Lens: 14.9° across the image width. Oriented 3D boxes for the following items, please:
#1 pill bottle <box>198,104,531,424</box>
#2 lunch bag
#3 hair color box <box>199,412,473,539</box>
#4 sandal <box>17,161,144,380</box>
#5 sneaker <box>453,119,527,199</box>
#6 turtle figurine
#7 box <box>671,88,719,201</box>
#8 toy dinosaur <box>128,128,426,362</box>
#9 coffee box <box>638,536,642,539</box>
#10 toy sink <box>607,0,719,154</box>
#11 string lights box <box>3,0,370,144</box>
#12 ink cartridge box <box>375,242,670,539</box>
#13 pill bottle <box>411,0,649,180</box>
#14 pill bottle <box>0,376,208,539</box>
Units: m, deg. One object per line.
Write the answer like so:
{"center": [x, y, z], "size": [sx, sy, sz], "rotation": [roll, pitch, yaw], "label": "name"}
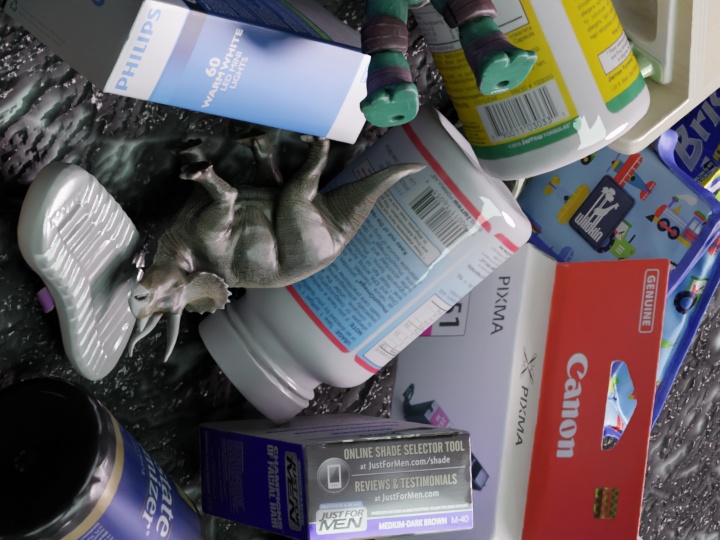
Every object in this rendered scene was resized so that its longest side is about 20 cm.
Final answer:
{"center": [0.000, 0.000, 1.701], "size": [0.200, 0.109, 0.109], "rotation": [-40, 142, 7], "label": "pill bottle"}
{"center": [0.161, -0.007, 1.828], "size": [0.094, 0.151, 0.201], "rotation": [6, 119, -47], "label": "lunch bag"}
{"center": [-0.018, 0.126, 1.700], "size": [0.109, 0.200, 0.065], "rotation": [-3, 90, -21], "label": "hair color box"}
{"center": [-0.167, -0.008, 1.589], "size": [0.083, 0.050, 0.203], "rotation": [-60, 161, -24], "label": "sandal"}
{"center": [0.101, -0.094, 1.803], "size": [0.200, 0.077, 0.089], "rotation": [-47, 172, -10], "label": "sneaker"}
{"center": [0.021, -0.186, 1.527], "size": [0.149, 0.201, 0.101], "rotation": [-24, 161, 17], "label": "turtle figurine"}
{"center": [0.280, -0.110, 1.951], "size": [0.200, 0.070, 0.064], "rotation": [-45, 140, -11], "label": "box"}
{"center": [-0.059, -0.028, 1.630], "size": [0.199, 0.077, 0.103], "rotation": [-17, 112, -20], "label": "toy dinosaur"}
{"center": [0.099, 0.281, 1.870], "size": [0.200, 0.198, 0.200], "rotation": [-45, 179, -33], "label": "coffee box"}
{"center": [0.188, -0.192, 1.727], "size": [0.200, 0.130, 0.112], "rotation": [-38, 148, -24], "label": "toy sink"}
{"center": [-0.087, -0.132, 1.534], "size": [0.199, 0.103, 0.059], "rotation": [9, 113, -48], "label": "string lights box"}
{"center": [0.102, 0.082, 1.764], "size": [0.043, 0.173, 0.201], "rotation": [28, 66, -51], "label": "ink cartridge box"}
{"center": [0.085, -0.166, 1.628], "size": [0.112, 0.113, 0.201], "rotation": [-32, 106, -25], "label": "pill bottle"}
{"center": [-0.160, 0.158, 1.670], "size": [0.112, 0.112, 0.200], "rotation": [-47, 142, -8], "label": "pill bottle"}
